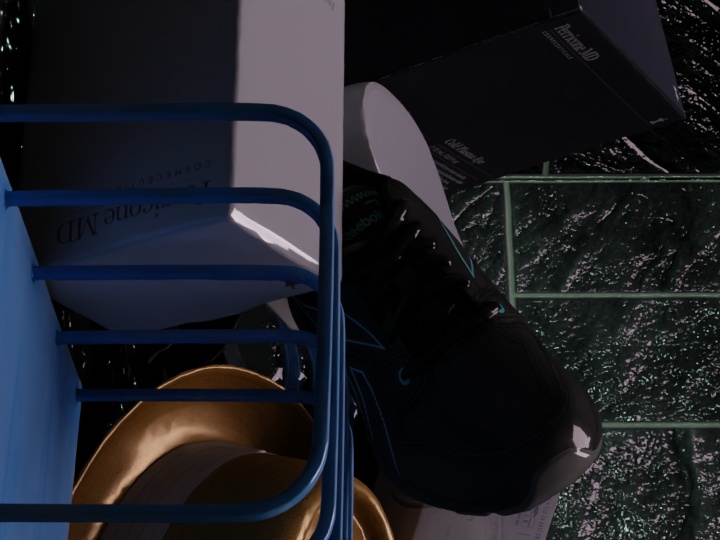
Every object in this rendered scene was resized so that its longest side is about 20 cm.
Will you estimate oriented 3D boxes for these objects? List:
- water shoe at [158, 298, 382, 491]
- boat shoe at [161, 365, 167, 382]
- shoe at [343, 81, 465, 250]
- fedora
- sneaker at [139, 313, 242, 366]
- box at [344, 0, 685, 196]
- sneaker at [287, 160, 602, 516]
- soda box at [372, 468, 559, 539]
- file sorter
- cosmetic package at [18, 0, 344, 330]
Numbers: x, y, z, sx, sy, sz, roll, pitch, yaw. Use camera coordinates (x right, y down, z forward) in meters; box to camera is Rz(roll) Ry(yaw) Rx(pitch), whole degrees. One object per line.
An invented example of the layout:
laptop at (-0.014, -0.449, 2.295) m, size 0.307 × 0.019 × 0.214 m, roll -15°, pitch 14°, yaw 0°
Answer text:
water shoe at (-0.045, 0.063, 0.821) m, size 0.071 × 0.200 × 0.079 m, roll -34°, pitch -168°, yaw 47°
boat shoe at (-0.080, 0.025, 1.027) m, size 0.072 × 0.064 × 0.202 m, roll 88°, pitch 3°, yaw -76°
shoe at (0.000, 0.000, 0.838) m, size 0.201 × 0.090 × 0.072 m, roll 61°, pitch 27°, yaw -42°
fedora at (-0.041, 0.136, 0.709) m, size 0.200 × 0.081 × 0.203 m, roll 4°, pitch 85°, yaw -54°
sneaker at (-0.089, -0.064, 0.765) m, size 0.104 × 0.060 × 0.201 m, roll -52°, pitch -130°, yaw 26°
box at (0.045, -0.118, 0.885) m, size 0.200 × 0.181 × 0.105 m, roll 22°, pitch 54°, yaw -65°
sneaker at (0.014, 0.018, 0.650) m, size 0.200 × 0.075 × 0.080 m, roll 41°, pitch -18°, yaw 51°
soda box at (0.029, 0.154, 0.793) m, size 0.068 × 0.063 × 0.202 m, roll -144°, pitch -110°, yaw -71°
file sorter at (-0.065, 0.054, 0.563) m, size 0.201 × 0.121 × 0.140 m, roll 86°, pitch 3°, yaw -60°
cosmetic package at (-0.065, -0.087, 0.662) m, size 0.071 × 0.101 × 0.202 m, roll 33°, pitch 50°, yaw -51°
